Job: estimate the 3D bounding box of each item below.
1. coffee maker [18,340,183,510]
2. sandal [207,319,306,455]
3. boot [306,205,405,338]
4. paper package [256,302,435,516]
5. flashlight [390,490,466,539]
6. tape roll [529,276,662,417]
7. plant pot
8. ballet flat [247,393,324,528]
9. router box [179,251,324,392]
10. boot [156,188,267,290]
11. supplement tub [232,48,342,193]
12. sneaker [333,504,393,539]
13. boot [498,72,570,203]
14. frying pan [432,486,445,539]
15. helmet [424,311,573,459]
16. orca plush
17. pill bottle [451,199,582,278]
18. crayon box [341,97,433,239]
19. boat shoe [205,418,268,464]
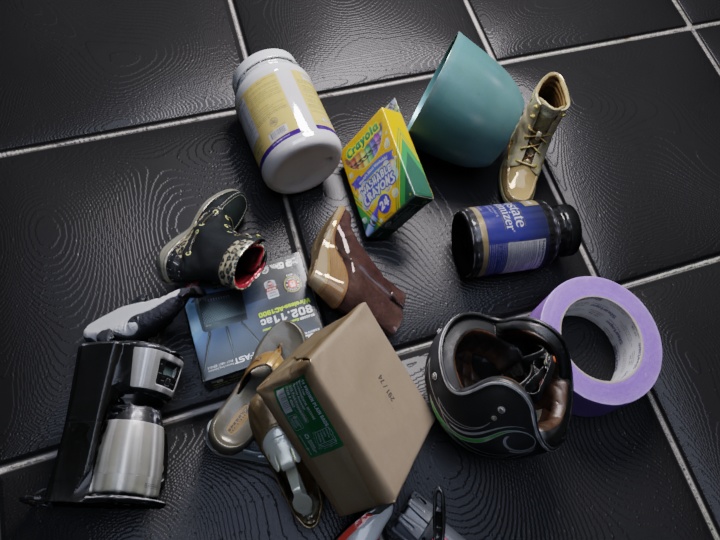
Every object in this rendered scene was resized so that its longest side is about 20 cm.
[{"bbox_3d":[-0.339,0.202,0.801,0.186,0.135,0.206,4,65,-5],"label":"coffee maker"},{"bbox_3d":[-0.135,0.151,0.821,0.081,0.055,0.201,32,61,10],"label":"sandal"},{"bbox_3d":[0.000,0.000,0.978,0.164,0.072,0.203,32,40,-16],"label":"boot"},{"bbox_3d":[-0.009,0.177,0.795,0.203,0.102,0.190,58,29,-5],"label":"paper package"},{"bbox_3d":[0.130,0.395,0.817,0.198,0.068,0.069,35,103,11],"label":"flashlight"},{"bbox_3d":[0.360,0.119,0.956,0.193,0.085,0.206,2,66,-5],"label":"tape roll"},{"bbox_3d":[0.186,-0.276,1.054,0.158,0.201,0.204,28,65,-5],"label":"plant pot"},{"bbox_3d":[-0.091,0.253,0.786,0.066,0.072,0.205,-18,112,-7],"label":"ballet flat"},{"bbox_3d":[-0.161,0.075,0.919,0.195,0.062,0.153,-17,71,-14],"label":"router box"},{"bbox_3d":[-0.192,-0.047,0.917,0.150,0.075,0.205,7,43,29],"label":"boot"},{"bbox_3d":[-0.128,-0.250,1.022,0.142,0.146,0.204,-19,69,-15],"label":"supplement tub"},{"bbox_3d":[-0.006,0.402,0.794,0.200,0.068,0.108,-40,77,-17],"label":"sneaker"},{"bbox_3d":[0.304,-0.224,1.060,0.071,0.156,0.204,19,65,2],"label":"boot"},{"bbox_3d":[0.114,0.393,0.780,0.112,0.031,0.195,22,100,17],"label":"frying pan"},{"bbox_3d":[0.185,0.161,0.855,0.187,0.200,0.204,-1,56,40],"label":"helmet"},{"bbox_3d":[-0.306,0.082,0.879,0.196,0.106,0.072,-27,114,5],"label":"orca plush"},{"bbox_3d":[0.257,-0.056,1.004,0.194,0.112,0.115,-8,67,-11],"label":"pill bottle"},{"bbox_3d":[0.034,-0.174,1.018,0.051,0.125,0.205,3,60,-42],"label":"crayon box"},{"bbox_3d":[-0.121,0.236,0.848,0.194,0.072,0.072,5,65,-5],"label":"boat shoe"}]
